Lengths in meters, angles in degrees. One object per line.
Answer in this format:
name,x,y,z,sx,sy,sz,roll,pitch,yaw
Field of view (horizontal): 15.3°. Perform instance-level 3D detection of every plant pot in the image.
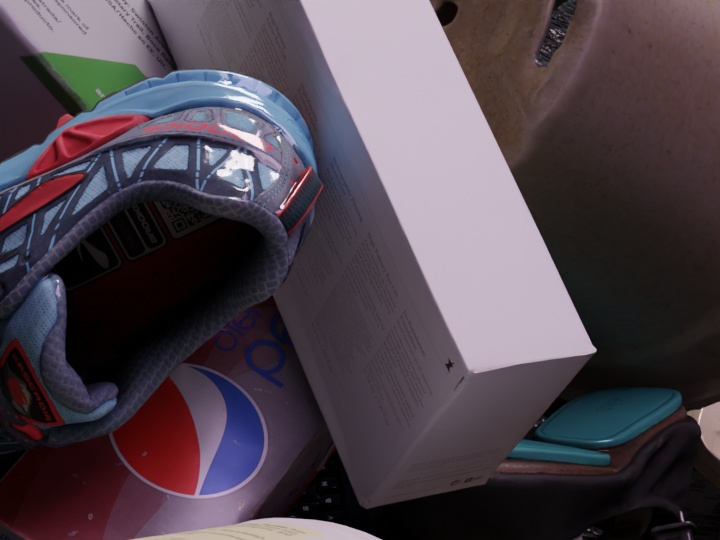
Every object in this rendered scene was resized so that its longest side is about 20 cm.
plant pot,0.072,-0.066,0.978,0.200,0.200,0.183,47,12,36

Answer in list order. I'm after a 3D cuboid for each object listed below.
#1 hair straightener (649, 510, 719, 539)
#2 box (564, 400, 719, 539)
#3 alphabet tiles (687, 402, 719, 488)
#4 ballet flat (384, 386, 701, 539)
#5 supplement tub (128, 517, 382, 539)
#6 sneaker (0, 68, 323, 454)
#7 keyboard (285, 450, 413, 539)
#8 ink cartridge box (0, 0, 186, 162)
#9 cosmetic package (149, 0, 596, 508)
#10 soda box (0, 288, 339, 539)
hair straightener,0.134,0.116,0.930,0.200,0.041,0.077,-17,85,-60
box,0.165,0.041,1.188,0.200,0.048,0.193,10,36,-37
alphabet tiles,0.217,0.103,1.106,0.200,0.015,0.196,39,40,-10
ballet flat,0.066,0.082,0.915,0.068,0.068,0.200,2,4,33
supplement tub,-0.046,0.137,0.651,0.200,0.145,0.145,-2,38,-51
sneaker,-0.103,0.013,0.768,0.079,0.200,0.096,54,8,-25
keyboard,-0.038,0.053,0.914,0.104,0.040,0.200,-2,39,-9
ink cartridge box,-0.107,-0.084,0.918,0.147,0.083,0.200,49,24,-11
cosmetic package,-0.001,-0.035,0.828,0.051,0.083,0.200,-9,62,-29
soda box,-0.045,0.046,0.849,0.070,0.063,0.200,33,48,8
